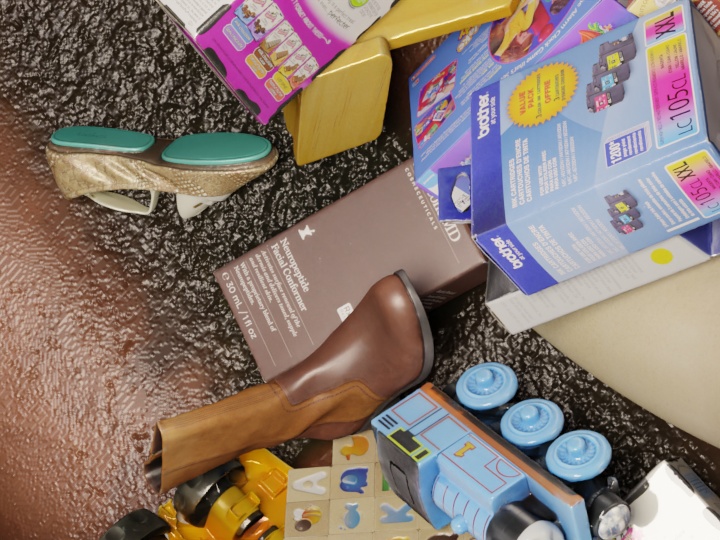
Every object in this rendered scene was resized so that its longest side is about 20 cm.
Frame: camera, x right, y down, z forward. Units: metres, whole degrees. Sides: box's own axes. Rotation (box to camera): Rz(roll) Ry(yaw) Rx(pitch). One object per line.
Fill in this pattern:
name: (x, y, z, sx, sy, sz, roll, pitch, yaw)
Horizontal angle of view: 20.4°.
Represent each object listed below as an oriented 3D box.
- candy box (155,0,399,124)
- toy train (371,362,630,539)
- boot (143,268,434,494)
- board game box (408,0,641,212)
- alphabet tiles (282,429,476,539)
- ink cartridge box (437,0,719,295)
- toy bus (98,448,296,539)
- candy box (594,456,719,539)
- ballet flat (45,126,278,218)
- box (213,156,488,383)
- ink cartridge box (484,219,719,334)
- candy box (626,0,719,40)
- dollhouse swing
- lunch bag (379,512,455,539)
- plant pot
candy box: (-0.032, -0.209, 1.350, 0.200, 0.136, 0.061, -42, 62, -1)
toy train: (0.100, 0.145, 1.411, 0.114, 0.087, 0.200, -33, 40, -18)
boot: (-0.057, 0.079, 1.430, 0.199, 0.188, 0.069, -15, 69, -24)
board game box: (0.115, -0.153, 1.423, 0.045, 0.135, 0.200, 31, 123, -24)
alphabet tiles: (0.043, 0.178, 1.460, 0.199, 0.006, 0.167, -5, 44, 6)
ink cartridge box: (0.146, -0.074, 1.301, 0.200, 0.076, 0.137, -24, 43, 26)
toy bus: (-0.120, 0.258, 1.518, 0.136, 0.200, 0.192, 40, 142, 18)
candy box: (0.242, 0.251, 1.421, 0.136, 0.061, 0.200, -45, 75, 13)
ballet flat: (-0.155, -0.076, 1.593, 0.199, 0.071, 0.066, 6, 117, 22)
box: (0.000, 0.000, 1.521, 0.200, 0.075, 0.100, -30, 78, 14)
ink cartridge box: (0.181, -0.070, 1.365, 0.200, 0.047, 0.198, -24, 38, 30)
candy box: (0.283, -0.178, 1.359, 0.200, 0.117, 0.056, 28, 139, -12)
dollhouse swing: (0.020, -0.215, 1.496, 0.175, 0.182, 0.201, -10, 66, -8)
lunch bag: (0.047, 0.295, 1.436, 0.200, 0.124, 0.170, 44, 66, 10)
plant pot: (0.220, 0.021, 1.402, 0.200, 0.187, 0.188, 16, 93, 35)
